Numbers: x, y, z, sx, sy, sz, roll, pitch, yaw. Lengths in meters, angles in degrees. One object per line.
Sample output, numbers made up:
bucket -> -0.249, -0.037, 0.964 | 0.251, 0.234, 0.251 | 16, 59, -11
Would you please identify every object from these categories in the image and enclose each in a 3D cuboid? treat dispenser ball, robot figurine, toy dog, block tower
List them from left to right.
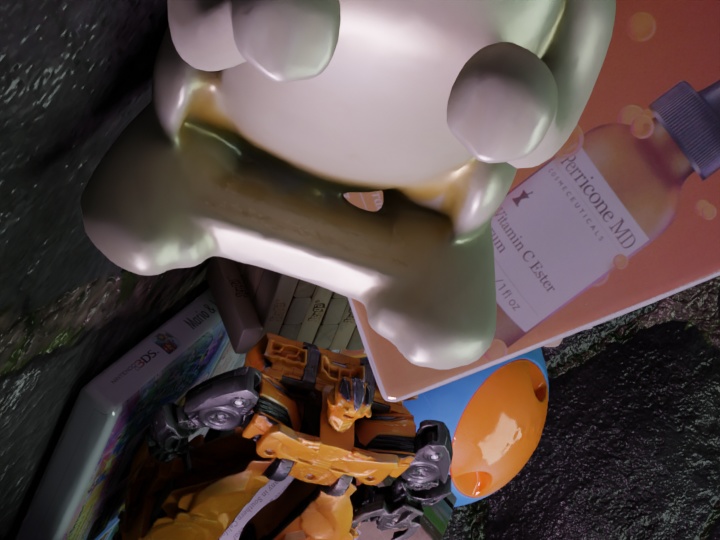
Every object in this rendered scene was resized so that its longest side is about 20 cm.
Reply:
robot figurine -> -0.043, 0.097, 0.658 | 0.200, 0.143, 0.059 | -51, -151, 46
block tower -> 0.027, 0.002, 0.695 | 0.198, 0.054, 0.058 | -1, 133, -28
toy dog -> 0.021, -0.098, 0.405 | 0.201, 0.138, 0.195 | 115, 0, -49
treat dispenser ball -> 0.068, 0.108, 1.229 | 0.202, 0.200, 0.201 | -53, 172, -12

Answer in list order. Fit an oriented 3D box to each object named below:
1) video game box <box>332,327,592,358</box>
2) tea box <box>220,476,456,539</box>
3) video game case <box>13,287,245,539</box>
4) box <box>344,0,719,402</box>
video game box -> 0.067, -0.034, 0.756 | 0.197, 0.047, 0.184 | -6, 134, -24
tea box -> -0.054, 0.181, 0.904 | 0.200, 0.134, 0.197 | -44, 175, 3
video game case -> -0.119, 0.095, 0.726 | 0.201, 0.024, 0.182 | -60, 170, 32
box -> 0.081, -0.055, 0.567 | 0.198, 0.154, 0.106 | -23, 176, 10
